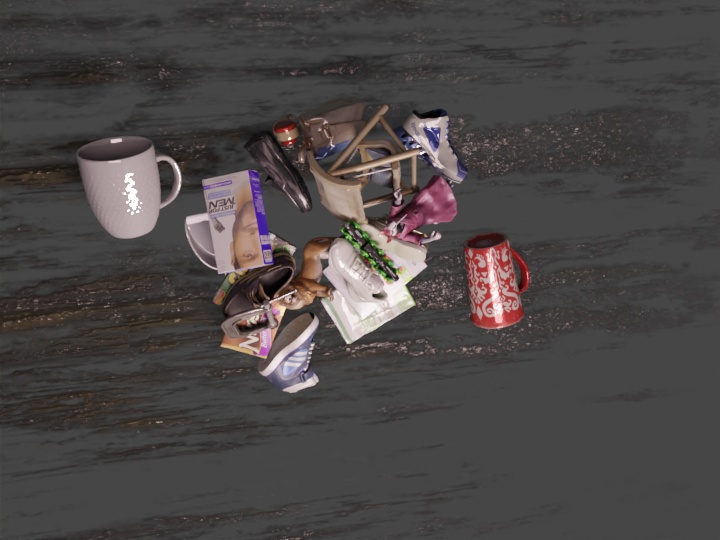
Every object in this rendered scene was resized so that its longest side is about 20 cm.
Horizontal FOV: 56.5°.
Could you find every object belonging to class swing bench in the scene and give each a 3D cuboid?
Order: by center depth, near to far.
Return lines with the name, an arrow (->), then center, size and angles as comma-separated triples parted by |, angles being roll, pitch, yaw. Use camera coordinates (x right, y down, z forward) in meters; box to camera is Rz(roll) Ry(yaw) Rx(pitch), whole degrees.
swing bench -> 0.009, -0.198, 1.380 | 0.199, 0.199, 0.130 | -33, 73, -5

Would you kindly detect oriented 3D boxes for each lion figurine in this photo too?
lion figurine -> -0.109, -0.002, 1.504 | 0.121, 0.073, 0.202 | 13, 73, 12

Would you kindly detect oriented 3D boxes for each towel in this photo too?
towel -> 0.020, 0.078, 1.622 | 0.199, 0.031, 0.150 | -29, 117, 2

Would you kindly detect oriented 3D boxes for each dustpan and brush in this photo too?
dustpan and brush -> -0.302, -0.031, 1.489 | 0.138, 0.057, 0.202 | -12, 116, -7

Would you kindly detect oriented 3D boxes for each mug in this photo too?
mug -> -0.457, -0.171, 1.362 | 0.199, 0.147, 0.177 | -25, 127, -34
mug -> 0.323, 0.010, 1.625 | 0.132, 0.178, 0.202 | -1, 115, 29

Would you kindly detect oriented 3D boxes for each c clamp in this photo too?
c clamp -> -0.220, 0.107, 1.459 | 0.169, 0.200, 0.027 | -18, 73, -14

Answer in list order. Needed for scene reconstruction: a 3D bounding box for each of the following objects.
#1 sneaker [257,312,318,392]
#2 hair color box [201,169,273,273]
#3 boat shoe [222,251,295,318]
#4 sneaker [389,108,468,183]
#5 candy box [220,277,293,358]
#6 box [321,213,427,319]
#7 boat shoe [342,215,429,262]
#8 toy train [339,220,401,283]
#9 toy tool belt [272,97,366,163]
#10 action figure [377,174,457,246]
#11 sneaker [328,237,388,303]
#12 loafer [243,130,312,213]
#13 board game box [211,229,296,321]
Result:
sneaker -> -0.138, 0.209, 1.626 | 0.200, 0.081, 0.146 | -46, 123, 6
hair color box -> -0.258, -0.102, 1.411 | 0.108, 0.065, 0.202 | -10, 92, 12
boat shoe -> -0.222, 0.039, 1.446 | 0.200, 0.073, 0.074 | -45, 113, 3
sneaker -> 0.172, -0.286, 1.467 | 0.198, 0.081, 0.116 | 31, 106, -20
candy box -> -0.242, 0.095, 1.559 | 0.116, 0.057, 0.202 | 18, 106, -19
box -> 0.032, -0.008, 1.564 | 0.199, 0.041, 0.156 | -39, 106, 2
boat shoe -> 0.058, -0.083, 1.497 | 0.200, 0.061, 0.072 | 22, 149, 0
toy train -> 0.020, -0.042, 1.479 | 0.042, 0.056, 0.200 | -49, 124, -7
toy tool belt -> -0.076, -0.271, 1.394 | 0.199, 0.125, 0.124 | -25, 122, -20
action figure -> 0.109, -0.123, 1.426 | 0.199, 0.149, 0.135 | -32, 101, -20
sneaker -> 0.000, 0.000, 1.462 | 0.075, 0.099, 0.201 | -60, 139, -25
loafer -> -0.174, -0.204, 1.440 | 0.070, 0.068, 0.201 | -30, 111, 11
board game box -> -0.236, 0.007, 1.484 | 0.104, 0.023, 0.201 | 29, 99, -19
